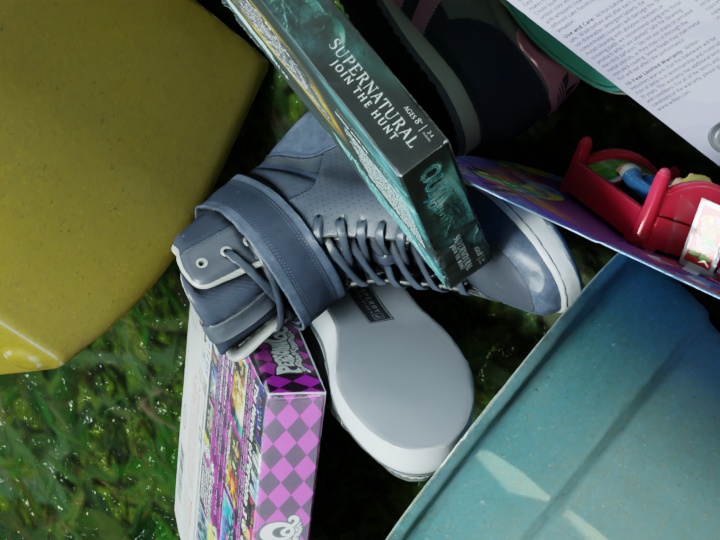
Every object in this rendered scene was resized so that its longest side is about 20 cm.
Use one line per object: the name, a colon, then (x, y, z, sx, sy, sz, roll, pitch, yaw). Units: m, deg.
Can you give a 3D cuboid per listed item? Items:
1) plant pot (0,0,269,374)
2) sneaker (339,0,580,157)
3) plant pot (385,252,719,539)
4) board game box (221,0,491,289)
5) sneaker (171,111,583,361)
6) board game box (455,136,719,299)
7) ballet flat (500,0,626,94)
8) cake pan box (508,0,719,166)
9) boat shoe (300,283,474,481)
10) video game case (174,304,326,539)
plant pot: (-0.197, -0.056, 1.306, 0.195, 0.200, 0.194, -9, 146, 40)
sneaker: (0.034, -0.145, 1.233, 0.070, 0.082, 0.200, 100, 146, -65)
plant pot: (0.144, 0.119, 1.189, 0.196, 0.200, 0.200, 38, 130, 8)
board game box: (-0.016, -0.094, 1.155, 0.200, 0.028, 0.135, 53, 176, 23)
sneaker: (0.000, 0.001, 1.235, 0.202, 0.146, 0.077, 32, 153, 44)
board game box: (0.141, -0.029, 1.144, 0.200, 0.158, 0.039, 26, 102, 23)
ballet flat: (0.074, -0.167, 1.181, 0.200, 0.069, 0.069, 45, 131, 6)
cake pan box: (0.190, -0.122, 1.064, 0.184, 0.052, 0.200, 33, 139, -23)
boat shoe: (0.009, 0.051, 1.288, 0.200, 0.069, 0.057, -116, 23, -56)
video game case: (-0.062, 0.099, 1.367, 0.181, 0.036, 0.200, -116, 28, -57)
